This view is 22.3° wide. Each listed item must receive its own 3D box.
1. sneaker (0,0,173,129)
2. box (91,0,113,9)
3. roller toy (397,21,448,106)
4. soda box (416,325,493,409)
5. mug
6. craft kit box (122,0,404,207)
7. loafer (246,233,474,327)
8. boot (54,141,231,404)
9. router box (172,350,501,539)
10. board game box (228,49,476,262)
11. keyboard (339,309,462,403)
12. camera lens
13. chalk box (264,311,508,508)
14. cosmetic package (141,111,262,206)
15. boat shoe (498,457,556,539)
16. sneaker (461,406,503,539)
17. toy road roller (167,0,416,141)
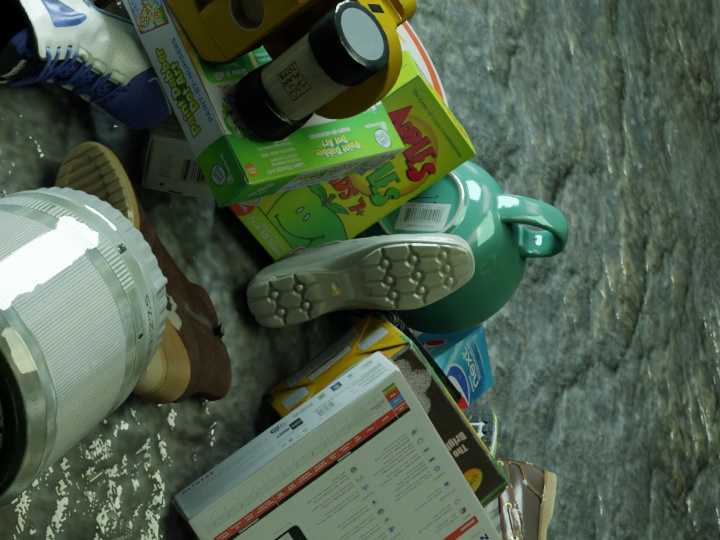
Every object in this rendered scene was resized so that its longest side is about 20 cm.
[{"bbox_3d":[-0.232,-0.165,1.373,0.200,0.080,0.116,47,39,-27],"label":"sneaker"},{"bbox_3d":[-0.174,-0.289,1.507,0.075,0.100,0.200,53,30,-8],"label":"box"},{"bbox_3d":[-0.018,-0.163,1.687,0.200,0.139,0.184,13,52,-62],"label":"roller toy"},{"bbox_3d":[0.058,0.109,1.729,0.200,0.067,0.065,-30,111,-62],"label":"soda box"},{"bbox_3d":[0.084,-0.042,1.735,0.152,0.184,0.115,51,-4,37],"label":"mug"},{"bbox_3d":[-0.076,-0.161,1.449,0.199,0.048,0.199,-16,75,-50],"label":"craft kit box"},{"bbox_3d":[0.000,0.000,1.559,0.070,0.198,0.070,-77,156,-65],"label":"loafer"},{"bbox_3d":[-0.166,0.007,1.413,0.166,0.072,0.202,16,58,-72],"label":"boot"},{"bbox_3d":[-0.016,0.194,1.423,0.180,0.199,0.049,59,-9,-23],"label":"router box"},{"bbox_3d":[-0.011,-0.090,1.587,0.102,0.199,0.048,50,11,-34],"label":"board game box"},{"bbox_3d":[0.014,0.046,1.656,0.200,0.040,0.104,48,-2,45],"label":"keyboard"},{"bbox_3d":[-0.228,0.047,1.146,0.161,0.159,0.200,65,28,-11],"label":"camera lens"},{"bbox_3d":[0.033,0.158,1.532,0.201,0.124,0.124,56,-6,-18],"label":"chalk box"},{"bbox_3d":[-0.119,-0.159,1.521,0.103,0.073,0.201,8,55,-9],"label":"cosmetic package"},{"bbox_3d":[0.134,0.258,1.674,0.070,0.071,0.201,20,42,-9],"label":"boat shoe"},{"bbox_3d":[0.093,0.215,1.622,0.081,0.073,0.201,51,42,-48],"label":"sneaker"},{"bbox_3d":[-0.046,-0.208,1.380,0.201,0.123,0.146,56,38,-2],"label":"toy road roller"}]
